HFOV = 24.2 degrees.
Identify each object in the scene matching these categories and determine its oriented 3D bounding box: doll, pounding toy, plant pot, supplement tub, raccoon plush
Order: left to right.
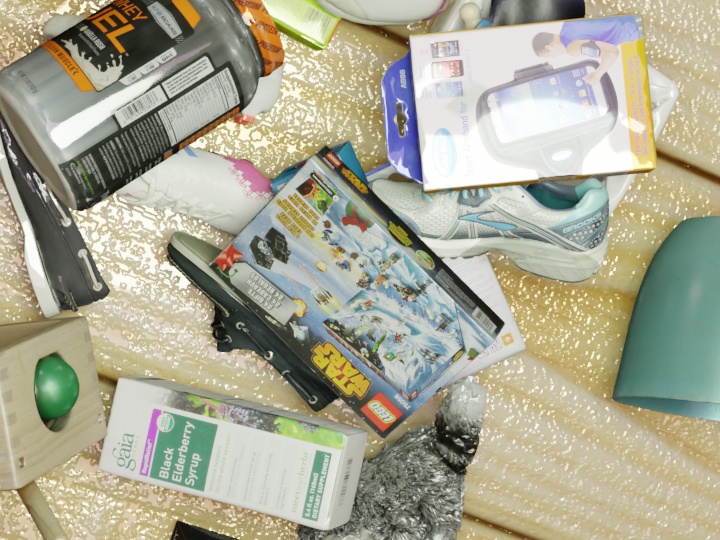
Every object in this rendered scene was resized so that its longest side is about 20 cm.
[{"bbox_3d":[-0.284,0.124,1.271,0.200,0.184,0.142,-6,98,17],"label":"pounding toy"},{"bbox_3d":[-0.165,-0.145,1.267,0.200,0.123,0.123,-35,101,-15],"label":"supplement tub"},{"bbox_3d":[0.017,0.158,1.400,0.134,0.097,0.200,4,118,-12],"label":"raccoon plush"},{"bbox_3d":[0.144,-0.204,1.303,0.136,0.048,0.200,7,94,-10],"label":"doll"},{"bbox_3d":[0.323,0.043,1.419,0.200,0.201,0.161,10,82,-12],"label":"plant pot"}]

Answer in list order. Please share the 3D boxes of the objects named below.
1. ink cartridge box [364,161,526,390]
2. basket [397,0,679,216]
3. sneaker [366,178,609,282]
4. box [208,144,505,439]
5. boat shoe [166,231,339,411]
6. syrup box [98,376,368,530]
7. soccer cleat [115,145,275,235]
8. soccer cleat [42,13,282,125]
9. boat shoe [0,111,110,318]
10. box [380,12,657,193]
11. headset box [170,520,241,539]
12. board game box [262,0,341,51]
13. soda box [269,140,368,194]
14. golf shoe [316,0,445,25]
[{"bbox_3d":[0.060,-0.003,1.438,0.095,0.037,0.200,-25,102,-7],"label":"ink cartridge box"},{"bbox_3d":[0.137,-0.144,1.395,0.200,0.123,0.136,31,88,-13],"label":"basket"},{"bbox_3d":[0.101,-0.058,1.324,0.200,0.078,0.086,9,127,0],"label":"sneaker"},{"bbox_3d":[-0.004,0.019,1.320,0.200,0.040,0.137,45,119,-2],"label":"box"},{"bbox_3d":[-0.090,0.047,1.396,0.199,0.075,0.066,36,104,-17],"label":"boat shoe"},{"bbox_3d":[-0.103,0.145,1.358,0.200,0.081,0.079,13,90,13],"label":"syrup box"},{"bbox_3d":[-0.154,-0.070,1.359,0.200,0.086,0.070,31,131,-7],"label":"soccer cleat"},{"bbox_3d":[-0.158,-0.180,1.367,0.200,0.069,0.078,17,87,-19],"label":"soccer cleat"},{"bbox_3d":[-0.256,-0.061,1.352,0.060,0.074,0.200,-17,101,-9],"label":"boat shoe"},{"bbox_3d":[0.117,-0.124,1.263,0.200,0.041,0.119,-6,89,0],"label":"box"},{"bbox_3d":[-0.115,0.332,1.413,0.149,0.075,0.200,20,91,-13],"label":"headset box"},{"bbox_3d":[-0.097,-0.271,1.377,0.200,0.048,0.102,27,89,-12],"label":"board game box"},{"bbox_3d":[0.000,0.000,1.381,0.064,0.068,0.200,-22,100,12],"label":"soda box"},{"bbox_3d":[-0.020,-0.247,1.324,0.200,0.092,0.075,19,89,-14],"label":"golf shoe"}]
